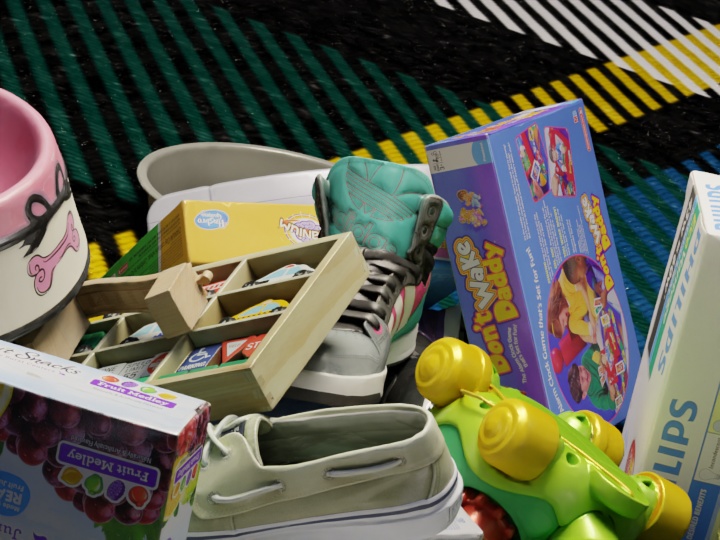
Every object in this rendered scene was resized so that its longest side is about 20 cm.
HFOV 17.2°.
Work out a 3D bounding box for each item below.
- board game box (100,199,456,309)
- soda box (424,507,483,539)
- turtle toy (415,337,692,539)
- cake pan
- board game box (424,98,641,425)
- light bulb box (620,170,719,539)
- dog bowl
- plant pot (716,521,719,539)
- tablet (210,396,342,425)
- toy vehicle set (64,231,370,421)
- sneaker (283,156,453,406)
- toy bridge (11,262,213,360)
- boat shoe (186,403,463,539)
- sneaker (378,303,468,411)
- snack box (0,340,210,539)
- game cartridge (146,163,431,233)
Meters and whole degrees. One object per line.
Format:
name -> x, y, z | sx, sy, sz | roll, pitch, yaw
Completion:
board game box -> -0.045, 0.003, 1.472 | 0.199, 0.040, 0.153 | 1, -19, -26
soda box -> -0.011, 0.121, 1.273 | 0.063, 0.068, 0.200 | 2, 23, -26
turtle toy -> 0.095, 0.128, 1.261 | 0.145, 0.101, 0.200 | 29, 9, -33
cake pan -> -0.065, -0.041, 1.706 | 0.199, 0.037, 0.200 | 11, 21, -4
board game box -> 0.111, 0.006, 1.458 | 0.045, 0.201, 0.134 | -9, 7, 32
light bulb box -> 0.266, 0.068, 1.379 | 0.199, 0.199, 0.125 | 13, 19, 0
dog bowl -> -0.241, -0.035, 1.239 | 0.199, 0.074, 0.200 | 3, 31, -2
plant pot -> 0.270, 0.171, 1.163 | 0.192, 0.201, 0.200 | 3, 19, 12
tablet -> -0.117, 0.097, 1.252 | 0.199, 0.014, 0.130 | 8, 36, 30
toy vehicle set -> -0.104, 0.041, 1.246 | 0.199, 0.027, 0.124 | -12, 26, 33
sneaker -> 0.000, 0.000, 1.315 | 0.083, 0.121, 0.200 | 11, 13, 10
toy bridge -> -0.163, 0.033, 1.256 | 0.199, 0.027, 0.067 | -19, 22, 23
boat shoe -> -0.050, 0.097, 1.156 | 0.199, 0.062, 0.072 | -6, 32, 9
sneaker -> 0.018, 0.078, 1.425 | 0.087, 0.076, 0.200 | -1, 16, 7
snack box -> -0.181, 0.105, 1.112 | 0.199, 0.143, 0.053 | 16, 20, 11
game cartridge -> -0.035, -0.026, 1.510 | 0.199, 0.042, 0.133 | -6, -21, -5
